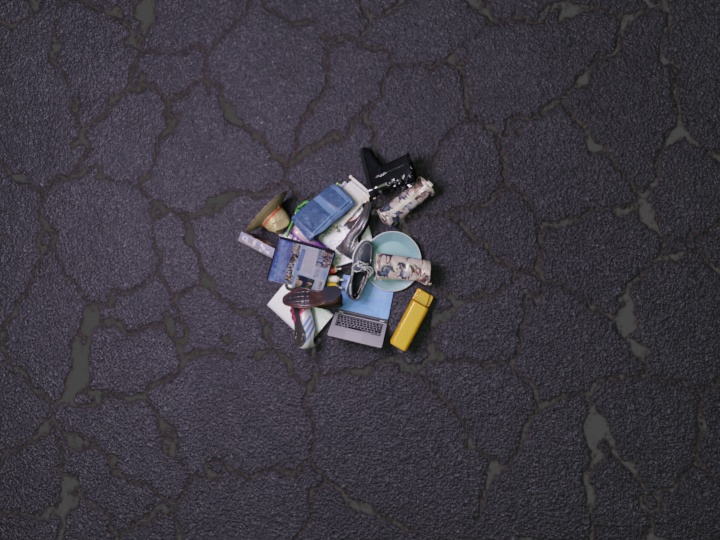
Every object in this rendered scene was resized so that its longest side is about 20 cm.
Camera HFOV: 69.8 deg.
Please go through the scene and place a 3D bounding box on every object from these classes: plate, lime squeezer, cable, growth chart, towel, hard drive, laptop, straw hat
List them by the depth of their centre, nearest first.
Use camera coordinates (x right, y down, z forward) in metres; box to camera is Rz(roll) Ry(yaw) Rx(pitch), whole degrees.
[{"bbox_3d":[-0.123,-0.195,1.687,0.200,0.049,0.112,-42,76,-16],"label":"towel"},{"bbox_3d":[-0.277,-0.166,1.698,0.085,0.201,0.201,44,95,-4],"label":"straw hat"},{"bbox_3d":[0.003,0.134,1.715,0.184,0.201,0.117,12,126,6],"label":"laptop"},{"bbox_3d":[-0.155,0.020,1.721,0.196,0.050,0.099,-5,97,-14],"label":"cable"},{"bbox_3d":[-0.187,-0.190,1.726,0.199,0.038,0.071,-38,80,-17],"label":"lime squeezer"},{"bbox_3d":[0.106,-0.031,1.733,0.196,0.026,0.204,0,98,-2],"label":"plate"},{"bbox_3d":[-0.064,-0.230,1.744,0.200,0.018,0.145,-43,74,-1],"label":"growth chart"},{"bbox_3d":[-0.206,0.135,1.777,0.200,0.026,0.132,41,94,4],"label":"hard drive"}]

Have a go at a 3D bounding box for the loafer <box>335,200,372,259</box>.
[{"bbox_3d":[-0.018,-0.141,1.708,0.071,0.073,0.203,24,93,5],"label":"loafer"}]

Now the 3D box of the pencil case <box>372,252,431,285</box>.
[{"bbox_3d":[0.140,-0.001,1.685,0.196,0.078,0.091,7,88,-2],"label":"pencil case"}]

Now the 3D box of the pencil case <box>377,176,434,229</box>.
[{"bbox_3d":[0.150,-0.225,1.698,0.199,0.090,0.078,-38,102,4],"label":"pencil case"}]

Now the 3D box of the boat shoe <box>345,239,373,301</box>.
[{"bbox_3d":[0.000,0.000,1.684,0.074,0.062,0.203,17,99,-22],"label":"boat shoe"}]

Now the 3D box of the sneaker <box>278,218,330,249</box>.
[{"bbox_3d":[-0.179,-0.114,1.731,0.198,0.080,0.089,27,88,20],"label":"sneaker"}]

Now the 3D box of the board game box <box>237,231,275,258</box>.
[{"bbox_3d":[-0.299,-0.068,1.729,0.198,0.135,0.035,27,93,4],"label":"board game box"}]

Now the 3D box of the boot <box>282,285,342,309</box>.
[{"bbox_3d":[-0.151,0.105,1.684,0.196,0.097,0.076,-5,61,10],"label":"boot"}]

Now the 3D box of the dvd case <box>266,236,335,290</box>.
[{"bbox_3d":[-0.188,-0.018,1.657,0.197,0.018,0.145,14,100,-24],"label":"dvd case"}]

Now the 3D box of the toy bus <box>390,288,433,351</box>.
[{"bbox_3d":[0.171,0.161,1.713,0.064,0.078,0.202,28,93,5],"label":"toy bus"}]

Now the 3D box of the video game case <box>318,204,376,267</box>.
[{"bbox_3d":[-0.062,-0.114,1.761,0.197,0.024,0.185,-17,89,5],"label":"video game case"}]

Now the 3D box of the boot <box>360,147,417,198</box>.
[{"bbox_3d":[0.091,-0.339,1.685,0.160,0.073,0.201,-19,65,18],"label":"boot"}]

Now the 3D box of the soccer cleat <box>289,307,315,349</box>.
[{"bbox_3d":[-0.188,0.166,1.735,0.069,0.086,0.203,-17,66,32],"label":"soccer cleat"}]
